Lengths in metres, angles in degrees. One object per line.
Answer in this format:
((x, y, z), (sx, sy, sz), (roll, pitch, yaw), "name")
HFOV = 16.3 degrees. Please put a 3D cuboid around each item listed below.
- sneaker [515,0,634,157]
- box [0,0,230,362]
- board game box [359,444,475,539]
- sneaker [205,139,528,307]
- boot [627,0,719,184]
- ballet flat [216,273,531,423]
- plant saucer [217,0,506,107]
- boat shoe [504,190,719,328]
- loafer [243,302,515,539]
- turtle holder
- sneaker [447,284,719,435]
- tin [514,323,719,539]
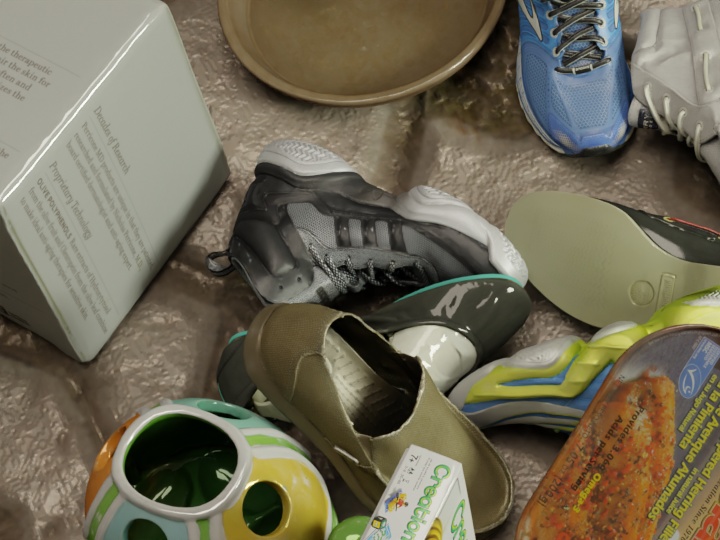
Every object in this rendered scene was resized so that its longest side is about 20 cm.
((0.131, -0.168, 1.626), (0.078, 0.089, 0.201), (-12, 71, 3), "sneaker")
((-0.222, -0.089, 1.584), (0.199, 0.200, 0.172), (26, 68, 24), "box")
((0.023, 0.195, 1.362), (0.035, 0.200, 0.126), (19, 64, 18), "board game box")
((0.000, 0.000, 1.567), (0.200, 0.076, 0.114), (23, 69, 25), "sneaker")
((0.218, -0.091, 1.591), (0.095, 0.074, 0.200), (-6, 49, 13), "boot")
((0.010, 0.059, 1.526), (0.199, 0.068, 0.069), (-15, 45, 14), "ballet flat")
((0.003, -0.188, 1.706), (0.199, 0.030, 0.201), (-4, 58, 7), "plant saucer")
((0.183, 0.004, 1.537), (0.201, 0.063, 0.074), (21, 106, 25), "boat shoe")
((0.019, 0.091, 1.447), (0.067, 0.200, 0.076), (-14, 43, 57), "loafer")
((-0.078, 0.151, 1.448), (0.141, 0.132, 0.186), (-37, 59, -14), "turtle holder")
((0.150, 0.084, 1.483), (0.200, 0.076, 0.105), (-20, 86, 25), "sneaker")
((0.168, 0.123, 1.424), (0.112, 0.042, 0.200), (35, 99, 16), "tin")
